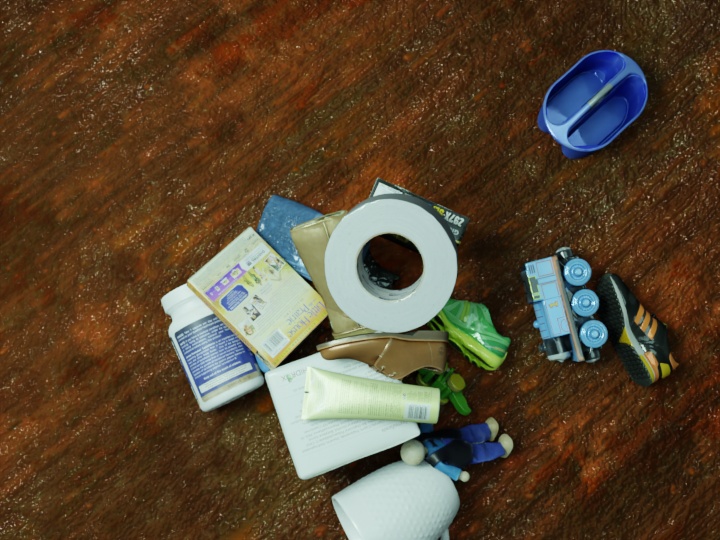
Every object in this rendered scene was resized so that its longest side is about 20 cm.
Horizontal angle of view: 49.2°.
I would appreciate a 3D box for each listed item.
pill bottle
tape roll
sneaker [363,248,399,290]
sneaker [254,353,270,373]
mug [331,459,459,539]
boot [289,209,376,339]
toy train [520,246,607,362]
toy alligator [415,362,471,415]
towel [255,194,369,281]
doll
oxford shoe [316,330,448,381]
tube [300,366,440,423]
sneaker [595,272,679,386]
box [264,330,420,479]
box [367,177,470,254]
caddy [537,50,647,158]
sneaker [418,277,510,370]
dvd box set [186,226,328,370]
[{"bbox_3d":[-0.250,0.121,1.309,0.115,0.116,0.201,-25,84,-4],"label":"pill bottle"},{"bbox_3d":[0.047,-0.012,1.182,0.198,0.066,0.202,2,104,7],"label":"tape roll"},{"bbox_3d":[0.019,0.006,1.359,0.103,0.060,0.202,1,88,1],"label":"sneaker"},{"bbox_3d":[-0.183,0.077,1.320,0.078,0.066,0.202,2,67,-28],"label":"sneaker"},{"bbox_3d":[0.074,0.407,1.270,0.174,0.147,0.201,-27,106,-16],"label":"mug"},{"bbox_3d":[0.000,0.000,1.255,0.174,0.066,0.202,-19,100,0],"label":"boot"},{"bbox_3d":[0.346,0.064,1.345,0.113,0.087,0.202,-14,85,7],"label":"toy train"},{"bbox_3d":[0.120,0.163,1.343,0.200,0.059,0.054,44,42,6],"label":"toy alligator"},{"bbox_3d":[-0.087,-0.046,1.331,0.199,0.048,0.113,25,99,20],"label":"towel"},{"bbox_3d":[0.147,0.284,1.276,0.198,0.137,0.049,-3,126,-33],"label":"doll"},{"bbox_3d":[0.035,0.124,1.140,0.198,0.071,0.072,1,83,-11],"label":"oxford shoe"},{"bbox_3d":[0.016,0.186,1.143,0.198,0.052,0.058,5,39,0],"label":"tube"},{"bbox_3d":[0.478,0.093,1.354,0.089,0.070,0.202,-19,83,-18],"label":"sneaker"},{"bbox_3d":[-0.029,0.212,1.257,0.198,0.199,0.173,-19,83,-4],"label":"box"},{"bbox_3d":[0.087,-0.076,1.298,0.158,0.200,0.050,23,81,2],"label":"box"},{"bbox_3d":[0.406,-0.290,1.378,0.200,0.105,0.142,-42,84,-6],"label":"caddy"},{"bbox_3d":[0.173,0.084,1.351,0.200,0.074,0.084,44,64,4],"label":"sneaker"},{"bbox_3d":[-0.162,0.044,1.285,0.200,0.029,0.146,43,63,4],"label":"dvd box set"}]
